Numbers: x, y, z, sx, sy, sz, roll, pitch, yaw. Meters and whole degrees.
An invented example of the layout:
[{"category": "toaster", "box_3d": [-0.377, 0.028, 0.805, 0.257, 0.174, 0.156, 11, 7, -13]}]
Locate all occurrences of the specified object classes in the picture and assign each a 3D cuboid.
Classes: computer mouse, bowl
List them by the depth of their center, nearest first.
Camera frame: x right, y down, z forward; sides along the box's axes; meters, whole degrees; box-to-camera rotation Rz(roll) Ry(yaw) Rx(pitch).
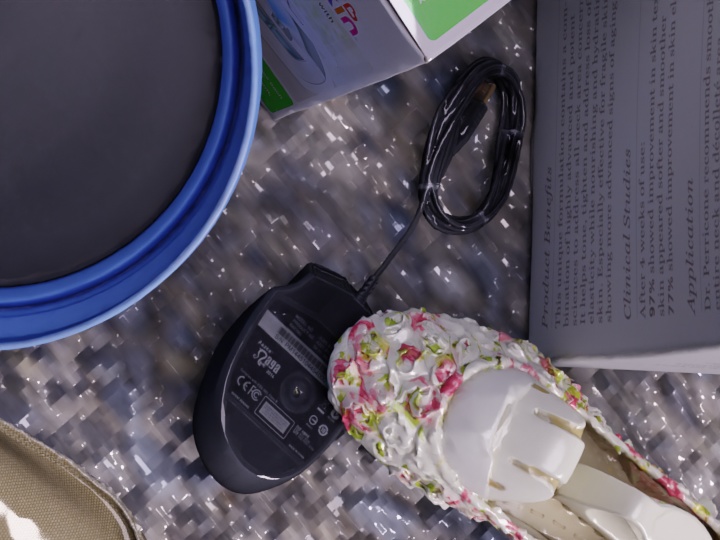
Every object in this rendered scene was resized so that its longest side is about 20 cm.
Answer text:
[{"category": "bowl", "box_3d": [-0.132, -0.074, 0.986, 0.200, 0.039, 0.201, 1, 101, 3]}, {"category": "computer mouse", "box_3d": [0.000, 0.000, 1.075, 0.059, 0.034, 0.200, 46, 67, -20]}]

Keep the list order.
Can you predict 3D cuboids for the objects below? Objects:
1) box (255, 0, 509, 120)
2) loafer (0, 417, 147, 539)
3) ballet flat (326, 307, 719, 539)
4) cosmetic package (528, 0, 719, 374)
[{"category": "box", "box_3d": [0.043, -0.156, 1.018, 0.200, 0.176, 0.097, -38, 99, -18]}, {"category": "loafer", "box_3d": [-0.158, 0.075, 0.992, 0.200, 0.067, 0.076, 28, 79, -16]}, {"category": "ballet flat", "box_3d": [0.078, 0.076, 1.060, 0.200, 0.064, 0.076, 33, 78, -25]}, {"category": "cosmetic package", "box_3d": [0.172, -0.046, 1.043, 0.166, 0.200, 0.168, 3, 87, -18]}]
